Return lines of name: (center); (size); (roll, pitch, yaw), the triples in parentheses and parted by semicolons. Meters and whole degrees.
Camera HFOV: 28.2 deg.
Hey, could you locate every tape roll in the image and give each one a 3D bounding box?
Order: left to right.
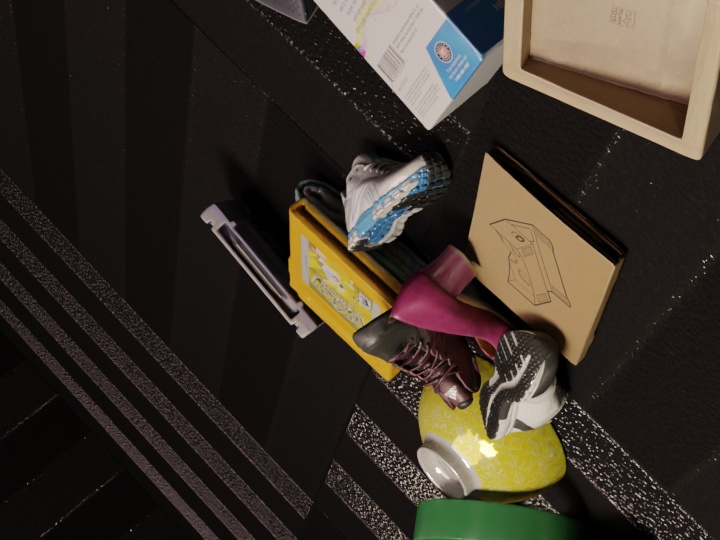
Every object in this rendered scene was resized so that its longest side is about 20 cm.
tape roll: (0.164, 0.313, 1.701); (0.200, 0.048, 0.200); (7, 163, 2)

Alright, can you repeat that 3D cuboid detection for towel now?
towel: (0.000, 0.000, 1.679); (0.200, 0.048, 0.171); (41, 154, 23)

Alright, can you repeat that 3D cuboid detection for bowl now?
bowl: (0.131, 0.205, 1.671); (0.200, 0.108, 0.200); (40, 155, 23)

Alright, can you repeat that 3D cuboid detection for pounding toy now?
pounding toy: (0.181, -0.217, 0.960); (0.200, 0.142, 0.184); (28, 150, 22)

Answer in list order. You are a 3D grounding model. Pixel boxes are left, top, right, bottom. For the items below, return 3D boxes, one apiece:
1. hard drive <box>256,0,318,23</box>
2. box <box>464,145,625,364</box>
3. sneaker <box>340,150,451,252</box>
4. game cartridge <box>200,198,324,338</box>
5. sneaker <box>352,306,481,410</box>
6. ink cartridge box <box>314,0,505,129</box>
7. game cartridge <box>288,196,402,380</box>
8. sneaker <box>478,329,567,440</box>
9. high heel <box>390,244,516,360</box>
hard drive: (-0.116, -0.333, 1.400); (0.200, 0.042, 0.135); (35, 152, 35)
box: (0.171, -0.011, 1.386); (0.163, 0.021, 0.200); (43, 156, 20)
sneaker: (0.023, -0.090, 1.483); (0.200, 0.075, 0.087); (-40, 67, 58)
game cartridge: (-0.114, -0.007, 1.817); (0.200, 0.038, 0.130); (50, -166, 1)
sneaker: (0.076, 0.096, 1.522); (0.076, 0.200, 0.116); (-36, 72, 26)
ink cartridge box: (0.039, -0.240, 1.207); (0.200, 0.085, 0.145); (48, 156, 3)
game cartridge: (-0.016, 0.026, 1.651); (0.176, 0.032, 0.200); (43, 157, 18)
sneaker: (0.180, 0.113, 1.496); (0.200, 0.080, 0.074); (106, 154, -63)
high heel: (0.102, 0.064, 1.498); (0.067, 0.096, 0.200); (34, 165, 52)
